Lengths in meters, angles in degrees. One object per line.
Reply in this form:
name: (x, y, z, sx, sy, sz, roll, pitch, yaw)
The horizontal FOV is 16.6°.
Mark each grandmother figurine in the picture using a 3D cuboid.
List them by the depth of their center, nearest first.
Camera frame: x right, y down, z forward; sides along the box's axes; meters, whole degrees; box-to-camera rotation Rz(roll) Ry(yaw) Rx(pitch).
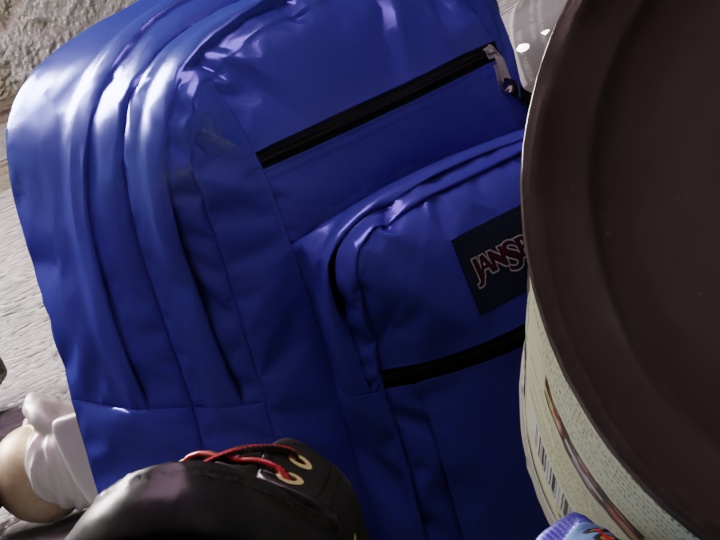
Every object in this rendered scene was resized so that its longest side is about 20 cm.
grandmother figurine: (-0.189, 0.096, 1.002, 0.200, 0.061, 0.121, -15, 39, 6)

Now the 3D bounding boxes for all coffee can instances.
coffee can: (0.105, 0.008, 0.511, 0.146, 0.147, 0.200, -20, -13, -1)

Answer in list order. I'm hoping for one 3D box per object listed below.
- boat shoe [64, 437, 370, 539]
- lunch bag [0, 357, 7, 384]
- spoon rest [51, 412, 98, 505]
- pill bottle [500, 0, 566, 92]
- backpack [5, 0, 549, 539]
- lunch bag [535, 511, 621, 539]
boat shoe: (-0.036, 0.072, 0.610, 0.073, 0.063, 0.201, 1, -15, 5)
lunch bag: (-0.305, 0.061, 1.200, 0.164, 0.118, 0.200, -9, 21, 38)
spoon rest: (-0.049, 0.066, 0.934, 0.099, 0.061, 0.200, -13, 0, 22)
pill bottle: (0.144, -0.103, 1.098, 0.200, 0.114, 0.114, -33, 3, 30)
backpack: (0.000, 0.000, 0.764, 0.168, 0.200, 0.162, -7, 16, 47)
lunch bag: (0.003, 0.144, 0.407, 0.200, 0.094, 0.151, -31, 16, -11)
